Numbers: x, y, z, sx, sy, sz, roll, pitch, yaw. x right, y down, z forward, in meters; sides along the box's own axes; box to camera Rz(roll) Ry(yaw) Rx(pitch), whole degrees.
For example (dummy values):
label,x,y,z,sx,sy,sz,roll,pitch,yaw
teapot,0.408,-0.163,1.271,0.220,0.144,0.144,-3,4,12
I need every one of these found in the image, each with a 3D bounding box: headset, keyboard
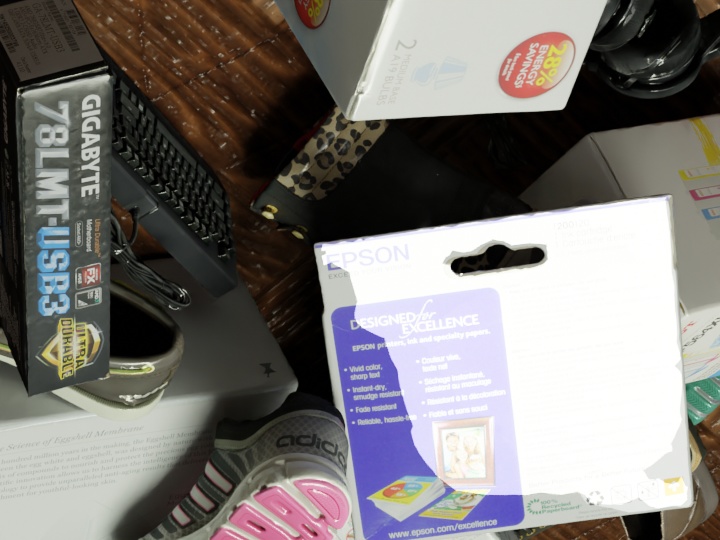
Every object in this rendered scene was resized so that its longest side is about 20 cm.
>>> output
label,x,y,z,sx,sy,sz,roll,pitch,yaw
headset,0.151,-0.134,1.369,0.199,0.094,0.123,-27,144,22
keyboard,-0.114,-0.043,1.275,0.020,0.128,0.200,-15,147,21

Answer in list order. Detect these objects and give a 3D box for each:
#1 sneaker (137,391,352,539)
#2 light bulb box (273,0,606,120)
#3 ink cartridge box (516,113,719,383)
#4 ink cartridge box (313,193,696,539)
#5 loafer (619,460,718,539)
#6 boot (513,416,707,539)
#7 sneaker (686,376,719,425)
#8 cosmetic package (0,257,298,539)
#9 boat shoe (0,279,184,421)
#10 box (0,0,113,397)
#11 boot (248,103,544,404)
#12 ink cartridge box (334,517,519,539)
label,x,y,z,sx,sy,sz,roll,pitch,yaw
sneaker,-0.067,0.132,1.340,0.074,0.088,0.200,30,136,-20
light bulb box,0.032,-0.208,1.128,0.124,0.200,0.199,-5,135,-28
ink cartridge box,0.176,-0.006,1.447,0.199,0.126,0.129,-11,157,-41
ink cartridge box,0.082,0.051,1.330,0.197,0.043,0.201,-7,118,1
loafer,0.178,0.112,1.616,0.071,0.073,0.200,-51,120,-32
boot,0.114,0.154,1.549,0.199,0.078,0.138,-20,-165,40
sneaker,0.244,0.039,1.640,0.087,0.074,0.200,-40,174,-47
cosmetic package,-0.165,0.108,1.402,0.198,0.123,0.201,-7,136,-27
boat shoe,-0.189,0.013,1.274,0.200,0.072,0.061,22,143,-10
box,-0.169,-0.078,1.140,0.049,0.199,0.201,-13,138,-18
boot,0.000,0.000,1.382,0.150,0.073,0.200,39,122,-7
ink cartridge box,0.005,0.178,1.442,0.162,0.050,0.200,-31,116,9
